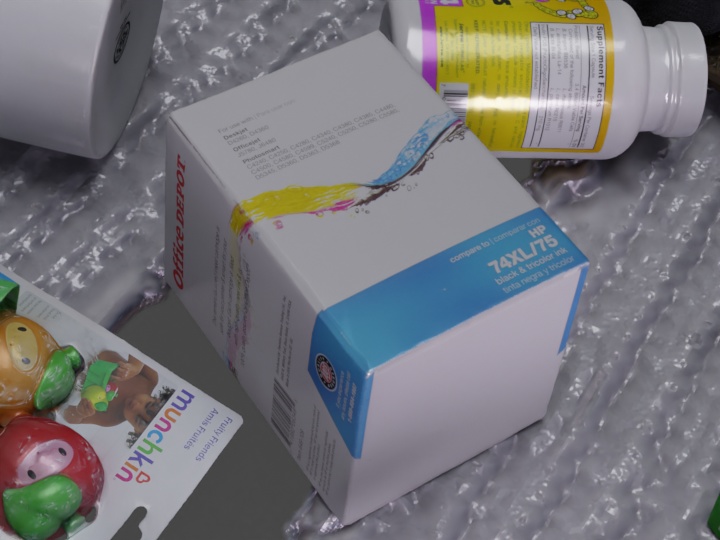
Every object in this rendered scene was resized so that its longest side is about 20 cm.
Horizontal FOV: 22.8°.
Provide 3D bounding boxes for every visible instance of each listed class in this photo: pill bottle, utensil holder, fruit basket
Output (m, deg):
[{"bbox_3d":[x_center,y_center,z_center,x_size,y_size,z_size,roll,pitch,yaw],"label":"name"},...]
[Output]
[{"bbox_3d":[0.113,-0.123,1.134,0.199,0.105,0.105,1,51,-7],"label":"pill bottle"},{"bbox_3d":[-0.234,-0.168,1.091,0.199,0.170,0.170,16,51,2],"label":"utensil holder"},{"bbox_3d":[-0.189,0.085,0.936,0.199,0.094,0.185,29,53,12],"label":"fruit basket"}]

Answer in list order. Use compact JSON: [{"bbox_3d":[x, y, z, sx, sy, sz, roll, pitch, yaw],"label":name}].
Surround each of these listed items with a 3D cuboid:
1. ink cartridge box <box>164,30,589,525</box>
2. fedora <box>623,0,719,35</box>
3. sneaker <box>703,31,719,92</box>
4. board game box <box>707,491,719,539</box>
[{"bbox_3d":[0.000,0.000,0.992,0.146,0.147,0.200,-25,59,-24],"label":"ink cartridge box"},{"bbox_3d":[0.204,-0.210,1.189,0.199,0.201,0.092,7,79,-1],"label":"fedora"},{"bbox_3d":[0.293,-0.106,1.174,0.070,0.076,0.200,-36,40,-19],"label":"sneaker"},{"bbox_3d":[0.316,0.145,0.981,0.199,0.040,0.153,-22,57,-23],"label":"board game box"}]
